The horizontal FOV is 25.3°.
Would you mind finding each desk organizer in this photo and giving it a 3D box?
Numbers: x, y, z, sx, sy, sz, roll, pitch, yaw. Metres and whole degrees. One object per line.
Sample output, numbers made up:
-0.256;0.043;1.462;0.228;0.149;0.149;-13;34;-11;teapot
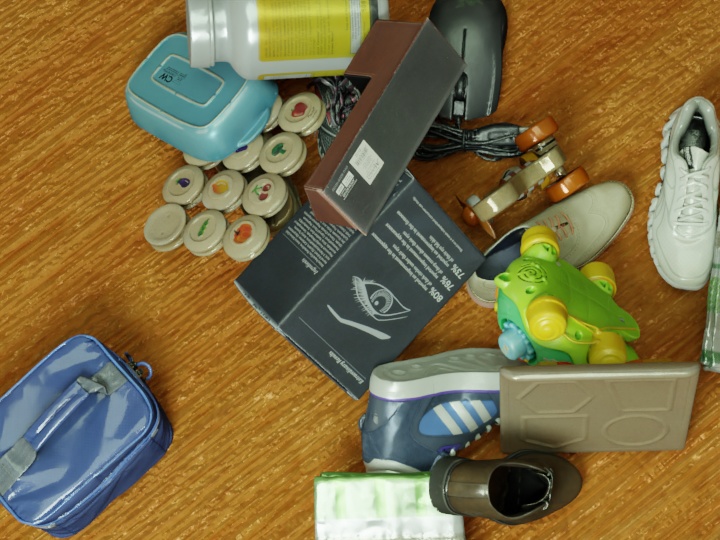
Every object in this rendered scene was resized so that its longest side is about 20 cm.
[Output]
0.011;-0.141;1.527;0.077;0.072;0.201;13;67;48;desk organizer

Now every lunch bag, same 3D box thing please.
-0.285;0.162;1.604;0.200;0.132;0.136;-44;77;-6;lunch bag

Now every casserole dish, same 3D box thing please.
-0.174;-0.190;1.686;0.199;0.039;0.121;30;75;40;casserole dish

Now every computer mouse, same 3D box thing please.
0.116;-0.219;1.703;0.137;0.053;0.202;0;76;6;computer mouse

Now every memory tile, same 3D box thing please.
-0.130;-0.103;1.638;0.152;0.017;0.202;8;64;32;memory tile

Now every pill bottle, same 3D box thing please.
-0.074;-0.250;1.608;0.197;0.112;0.113;-4;76;-8;pill bottle

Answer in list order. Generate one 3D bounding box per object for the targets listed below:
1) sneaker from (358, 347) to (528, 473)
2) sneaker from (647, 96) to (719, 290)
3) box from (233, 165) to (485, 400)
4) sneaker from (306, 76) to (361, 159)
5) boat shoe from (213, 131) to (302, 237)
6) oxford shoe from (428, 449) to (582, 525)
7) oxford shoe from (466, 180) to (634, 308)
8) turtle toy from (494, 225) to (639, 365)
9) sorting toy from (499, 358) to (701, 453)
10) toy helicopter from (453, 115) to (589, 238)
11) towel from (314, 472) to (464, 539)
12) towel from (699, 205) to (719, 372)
0.093;0.163;1.611;0.198;0.081;0.148;-5;108;-23;sneaker
0.335;-0.081;1.636;0.074;0.081;0.203;3;78;4;sneaker
0.000;0.000;1.588;0.200;0.148;0.104;-46;40;-2;box
-0.019;-0.180;1.694;0.080;0.075;0.202;-16;76;1;sneaker
-0.111;-0.109;1.692;0.072;0.065;0.201;-32;57;7;boat shoe
0.159;0.212;1.530;0.084;0.199;0.074;-1;88;43;oxford shoe
0.198;-0.030;1.638;0.199;0.074;0.071;-36;76;-4;oxford shoe
0.205;0.059;1.575;0.199;0.146;0.101;31;124;-20;turtle toy
0.225;0.127;1.534;0.183;0.201;0.037;-1;62;5;sorting toy
0.143;-0.079;1.599;0.132;0.200;0.079;-32;92;22;toy helicopter
0.029;0.295;1.558;0.147;0.031;0.203;-1;97;2;towel
0.419;0.017;1.618;0.148;0.031;0.202;13;74;-13;towel
